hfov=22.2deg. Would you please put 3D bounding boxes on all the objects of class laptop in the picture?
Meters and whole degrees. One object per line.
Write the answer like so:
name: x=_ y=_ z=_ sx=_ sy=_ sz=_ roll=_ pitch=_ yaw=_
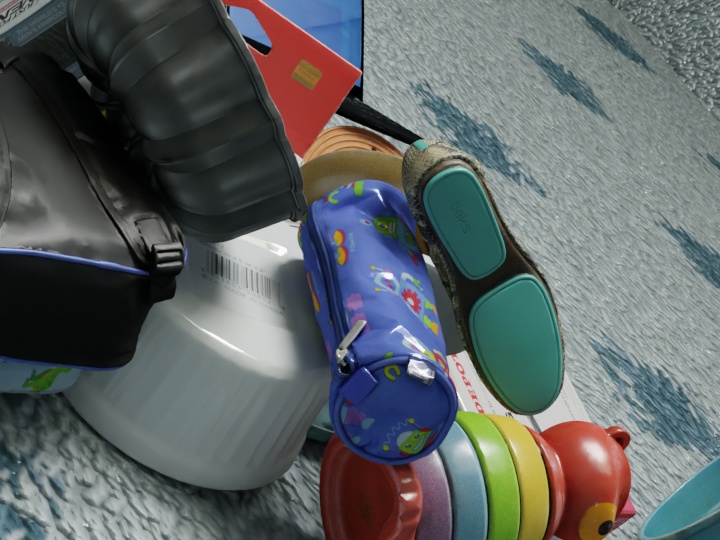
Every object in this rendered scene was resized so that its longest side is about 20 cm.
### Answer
laptop: x=-0.021 y=-0.200 z=1.589 sx=0.176 sy=0.104 sz=0.200 roll=18 pitch=12 yaw=-43

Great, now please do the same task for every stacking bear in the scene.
stacking bear: x=0.084 y=0.143 z=1.174 sx=0.198 sy=0.123 sz=0.114 roll=-5 pitch=33 yaw=-25

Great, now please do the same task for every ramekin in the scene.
ramekin: x=-0.099 y=0.033 z=1.176 sx=0.199 sy=0.098 sz=0.201 roll=27 pitch=31 yaw=-18

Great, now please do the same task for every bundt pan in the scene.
bundt pan: x=-0.112 y=-0.102 z=1.092 sx=0.203 sy=0.075 sz=0.202 roll=57 pitch=-12 yaw=20

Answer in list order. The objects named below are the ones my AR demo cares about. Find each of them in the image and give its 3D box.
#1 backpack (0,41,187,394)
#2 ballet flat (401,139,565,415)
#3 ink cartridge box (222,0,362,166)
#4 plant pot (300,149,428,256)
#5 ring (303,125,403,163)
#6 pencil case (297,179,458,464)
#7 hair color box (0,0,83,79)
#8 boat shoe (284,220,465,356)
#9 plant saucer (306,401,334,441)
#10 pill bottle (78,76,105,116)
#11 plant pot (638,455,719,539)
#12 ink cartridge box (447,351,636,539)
backpack: x=-0.221 y=-0.032 z=1.051 sx=0.182 sy=0.147 sz=0.201 roll=7 pitch=41 yaw=-42
ballet flat: x=0.078 y=-0.001 z=1.187 sx=0.201 sy=0.067 sz=0.075 roll=64 pitch=-2 yaw=-27
ink cartridge box: x=-0.127 y=-0.132 z=1.405 sx=0.199 sy=0.177 sz=0.045 roll=34 pitch=21 yaw=-6
plant pot: x=0.023 y=-0.002 z=1.355 sx=0.199 sy=0.200 sz=0.028 roll=37 pitch=50 yaw=-7
ring: x=0.004 y=-0.020 z=1.509 sx=0.199 sy=0.019 sz=0.203 roll=20 pitch=63 yaw=-45
pencil case: x=0.007 y=0.026 z=1.121 sx=0.087 sy=0.078 sz=0.201 roll=40 pitch=23 yaw=-32
hair color box: x=-0.210 y=-0.202 z=1.243 sx=0.061 sy=0.098 sz=0.201 roll=48 pitch=22 yaw=-35
boat shoe: x=-0.002 y=0.004 z=1.292 sx=0.200 sy=0.075 sz=0.086 roll=13 pitch=19 yaw=15
plant saucer: x=-0.069 y=0.057 z=1.339 sx=0.199 sy=0.027 sz=0.201 roll=35 pitch=19 yaw=-14
pill bottle: x=-0.137 y=-0.103 z=1.303 sx=0.200 sy=0.111 sz=0.112 roll=52 pitch=6 yaw=-42
plant pot: x=0.363 y=0.242 z=1.516 sx=0.189 sy=0.199 sz=0.200 roll=55 pitch=19 yaw=0
ink cartridge box: x=0.099 y=0.134 z=1.348 sx=0.199 sy=0.084 sz=0.146 roll=11 pitch=48 yaw=-55
